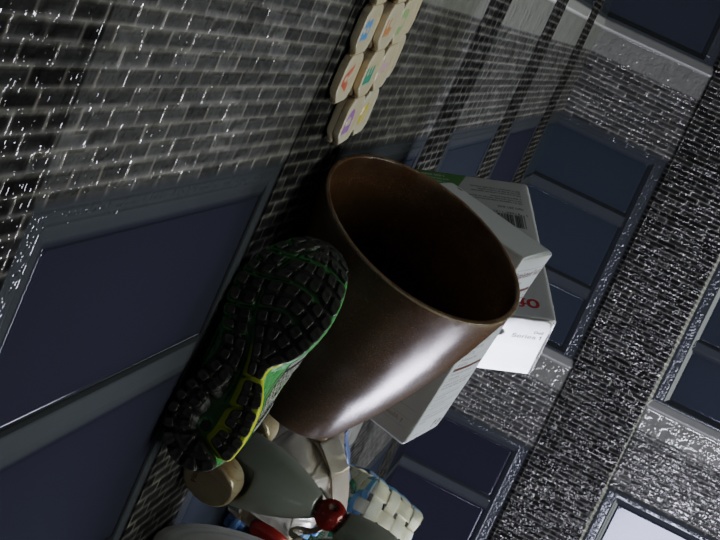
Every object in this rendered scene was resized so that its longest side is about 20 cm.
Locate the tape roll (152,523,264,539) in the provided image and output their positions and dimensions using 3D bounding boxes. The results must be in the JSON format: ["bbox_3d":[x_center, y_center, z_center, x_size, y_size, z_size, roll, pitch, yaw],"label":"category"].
[{"bbox_3d":[-0.107,0.319,1.454,0.140,0.202,0.203,-65,172,11],"label":"tape roll"}]

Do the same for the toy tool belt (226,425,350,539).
[{"bbox_3d":[-0.053,0.185,1.673,0.123,0.125,0.200,-53,166,-26],"label":"toy tool belt"}]

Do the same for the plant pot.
[{"bbox_3d":[-0.001,0.041,1.446,0.200,0.187,0.187,-52,179,29],"label":"plant pot"}]

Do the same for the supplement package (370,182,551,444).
[{"bbox_3d":[0.061,0.035,1.567,0.201,0.117,0.117,-58,166,13],"label":"supplement package"}]

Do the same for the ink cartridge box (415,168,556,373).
[{"bbox_3d":[0.104,-0.001,1.768,0.201,0.144,0.084,-96,-161,-45],"label":"ink cartridge box"}]

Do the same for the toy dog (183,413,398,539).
[{"bbox_3d":[-0.068,0.202,1.469,0.132,0.200,0.096,-22,156,-40],"label":"toy dog"}]

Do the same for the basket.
[{"bbox_3d":[-0.033,0.309,2.123,0.200,0.139,0.177,-5,-128,55],"label":"basket"}]

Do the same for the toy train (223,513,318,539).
[{"bbox_3d":[-0.105,0.294,1.828,0.115,0.086,0.200,-60,174,14],"label":"toy train"}]

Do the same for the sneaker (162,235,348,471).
[{"bbox_3d":[-0.081,0.060,1.314,0.200,0.078,0.085,-54,178,-9],"label":"sneaker"}]

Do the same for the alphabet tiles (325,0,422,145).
[{"bbox_3d":[0.025,-0.195,1.375,0.201,0.015,0.196,-66,172,17],"label":"alphabet tiles"}]
